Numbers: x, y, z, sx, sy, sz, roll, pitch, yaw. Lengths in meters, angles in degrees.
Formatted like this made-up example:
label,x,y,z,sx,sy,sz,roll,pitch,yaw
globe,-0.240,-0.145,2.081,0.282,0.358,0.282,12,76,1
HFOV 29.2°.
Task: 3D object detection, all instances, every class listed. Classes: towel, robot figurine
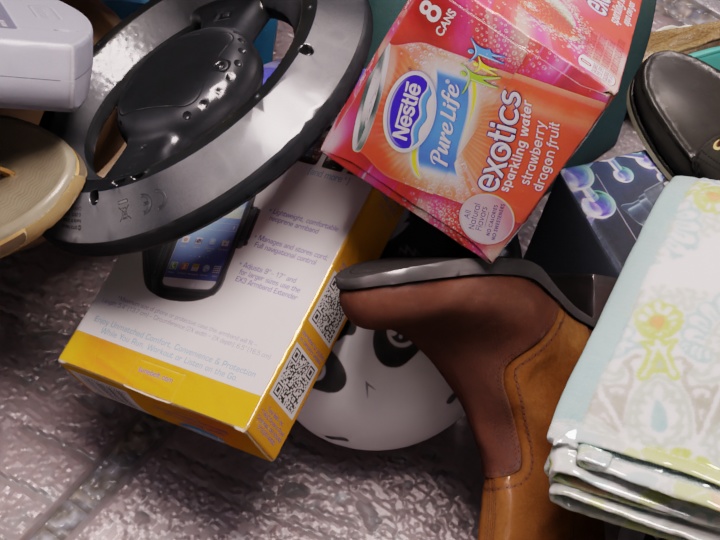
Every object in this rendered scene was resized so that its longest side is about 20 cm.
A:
label,x,y,z,sx,sy,sz,roll,pitch,yaw
towel,0.190,0.043,0.622,0.170,0.048,0.201,15,53,25
robot figurine,0.000,-0.001,0.755,0.124,0.151,0.201,5,52,-23

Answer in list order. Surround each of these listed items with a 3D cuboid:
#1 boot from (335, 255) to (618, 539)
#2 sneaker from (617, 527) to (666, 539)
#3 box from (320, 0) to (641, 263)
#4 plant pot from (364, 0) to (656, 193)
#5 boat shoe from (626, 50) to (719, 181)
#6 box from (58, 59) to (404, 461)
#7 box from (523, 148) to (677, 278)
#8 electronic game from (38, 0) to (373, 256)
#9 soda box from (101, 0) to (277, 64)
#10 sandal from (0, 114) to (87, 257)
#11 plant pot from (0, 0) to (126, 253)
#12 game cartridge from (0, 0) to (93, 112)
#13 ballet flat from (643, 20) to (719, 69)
label,x,y,z,sx,sy,sz,roll,pitch,yaw
boot,0.057,0.096,0.654,0.187,0.068,0.202,10,83,-48
sneaker,0.192,0.156,0.663,0.113,0.076,0.200,26,11,-1
box,0.066,-0.105,0.656,0.095,0.100,0.200,33,32,-2
plant pot,0.093,-0.157,0.842,0.141,0.201,0.141,-34,67,-30
boat shoe,0.219,-0.054,0.737,0.073,0.063,0.202,-33,63,-9
box,-0.050,-0.016,0.689,0.118,0.042,0.201,16,65,30
box,0.217,0.008,0.802,0.198,0.107,0.149,-14,59,-19
electronic game,-0.083,-0.086,0.683,0.198,0.042,0.201,-21,40,18
soda box,-0.153,-0.169,0.885,0.198,0.068,0.065,5,52,-7
sandal,-0.218,-0.063,0.658,0.199,0.054,0.081,27,73,27
plant pot,-0.221,-0.076,0.789,0.199,0.093,0.202,6,54,-8
game cartridge,-0.199,-0.114,0.673,0.132,0.041,0.200,-2,19,-19
ballet flat,0.256,-0.153,0.965,0.198,0.068,0.072,-15,39,-16
